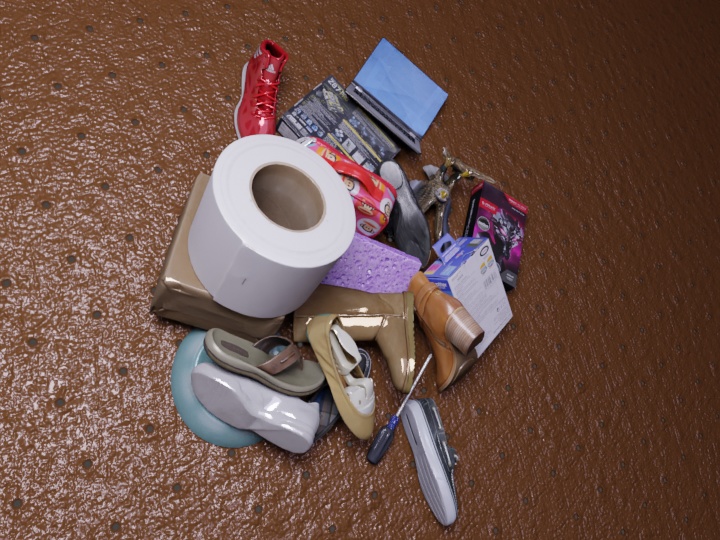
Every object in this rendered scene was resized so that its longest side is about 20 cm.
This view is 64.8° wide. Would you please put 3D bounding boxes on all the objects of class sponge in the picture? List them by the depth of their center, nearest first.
[{"bbox_3d":[0.000,0.000,0.975,0.195,0.030,0.114,21,107,-19],"label":"sponge"}]

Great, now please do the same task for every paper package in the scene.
[{"bbox_3d":[-0.194,-0.013,0.854,0.186,0.104,0.205,20,51,-21],"label":"paper package"}]

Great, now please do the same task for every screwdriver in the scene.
[{"bbox_3d":[0.067,0.224,0.934,0.027,0.029,0.203,26,81,24],"label":"screwdriver"}]

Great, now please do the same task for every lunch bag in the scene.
[{"bbox_3d":[-0.042,-0.130,0.952,0.197,0.176,0.084,29,61,-15],"label":"lunch bag"}]

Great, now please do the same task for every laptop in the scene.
[{"bbox_3d":[0.078,-0.351,1.127,0.185,0.117,0.201,36,20,-10],"label":"laptop"}]

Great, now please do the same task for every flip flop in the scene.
[{"bbox_3d":[-0.127,0.120,0.808,0.197,0.081,0.058,29,103,-29],"label":"flip flop"}]

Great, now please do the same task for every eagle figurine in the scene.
[{"bbox_3d":[0.143,-0.126,1.093,0.150,0.150,0.204,31,95,29],"label":"eagle figurine"}]

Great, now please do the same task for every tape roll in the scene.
[{"bbox_3d":[-0.121,-0.059,0.769,0.198,0.139,0.208,17,52,-23],"label":"tape roll"}]

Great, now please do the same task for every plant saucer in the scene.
[{"bbox_3d":[-0.184,0.160,0.858,0.195,0.036,0.206,9,68,-24],"label":"plant saucer"}]

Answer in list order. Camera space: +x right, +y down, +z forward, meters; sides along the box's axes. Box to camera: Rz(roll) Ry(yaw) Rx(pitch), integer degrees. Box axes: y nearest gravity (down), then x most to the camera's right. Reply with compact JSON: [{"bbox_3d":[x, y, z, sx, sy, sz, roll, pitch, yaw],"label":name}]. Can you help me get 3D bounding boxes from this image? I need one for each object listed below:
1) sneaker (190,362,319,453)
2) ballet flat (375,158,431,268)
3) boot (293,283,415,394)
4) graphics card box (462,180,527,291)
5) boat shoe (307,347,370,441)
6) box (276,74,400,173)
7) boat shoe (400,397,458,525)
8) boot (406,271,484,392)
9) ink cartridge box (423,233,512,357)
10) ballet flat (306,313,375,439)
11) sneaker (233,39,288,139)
[{"bbox_3d":[-0.147,0.179,0.818,0.197,0.076,0.089,33,40,-10],"label":"sneaker"},{"bbox_3d":[0.081,-0.102,1.011,0.065,0.057,0.205,-18,96,9],"label":"ballet flat"},{"bbox_3d":[-0.012,0.108,0.913,0.193,0.067,0.180,2,61,-2],"label":"boot"},{"bbox_3d":[0.272,-0.070,1.167,0.123,0.051,0.205,27,63,-16],"label":"graphics card box"},{"bbox_3d":[-0.041,0.197,0.899,0.070,0.066,0.199,49,58,-2],"label":"boat shoe"},{"bbox_3d":[-0.040,-0.249,1.072,0.200,0.049,0.162,45,60,-6],"label":"box"},{"bbox_3d":[0.130,0.309,0.942,0.069,0.072,0.206,-10,75,-24],"label":"boat shoe"},{"bbox_3d":[0.133,0.107,0.985,0.073,0.203,0.155,-26,57,-30],"label":"boot"},{"bbox_3d":[0.190,0.034,1.029,0.136,0.075,0.204,-39,118,-33],"label":"ink cartridge box"},{"bbox_3d":[-0.017,0.158,0.842,0.068,0.062,0.204,-34,99,-54],"label":"ballet flat"},{"bbox_3d":[-0.172,-0.309,0.986,0.076,0.115,0.206,2,71,-26],"label":"sneaker"}]
